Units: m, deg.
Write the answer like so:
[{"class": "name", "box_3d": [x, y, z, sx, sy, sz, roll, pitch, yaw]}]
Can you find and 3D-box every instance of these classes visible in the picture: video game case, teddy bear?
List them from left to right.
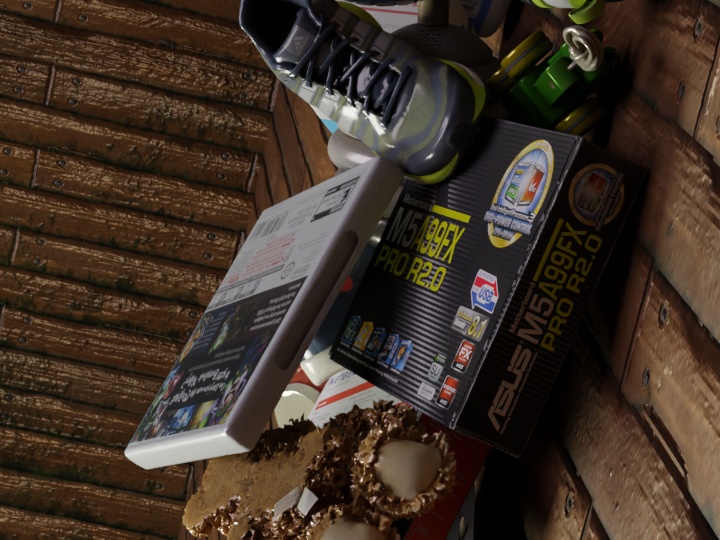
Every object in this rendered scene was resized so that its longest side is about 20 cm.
[{"class": "video game case", "box_3d": [-0.059, 0.029, 1.318, 0.183, 0.023, 0.200, -61, 15, -18]}, {"class": "teddy bear", "box_3d": [-0.018, 0.129, 1.208, 0.199, 0.067, 0.146, -22, 39, 49]}]

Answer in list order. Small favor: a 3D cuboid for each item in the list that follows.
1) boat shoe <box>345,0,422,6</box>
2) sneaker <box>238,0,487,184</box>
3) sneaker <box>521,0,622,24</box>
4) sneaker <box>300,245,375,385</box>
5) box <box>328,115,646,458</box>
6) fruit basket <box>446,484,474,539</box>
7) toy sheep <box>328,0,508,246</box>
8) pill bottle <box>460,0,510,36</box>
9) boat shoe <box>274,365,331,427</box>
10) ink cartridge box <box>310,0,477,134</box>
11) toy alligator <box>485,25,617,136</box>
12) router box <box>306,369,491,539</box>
[{"class": "boat shoe", "box_3d": [0.052, -0.211, 1.318, 0.072, 0.198, 0.073, 45, -138, -49]}, {"class": "sneaker", "box_3d": [-0.005, -0.109, 1.287, 0.200, 0.081, 0.074, 33, 100, 49]}, {"class": "sneaker", "box_3d": [0.146, -0.218, 1.197, 0.072, 0.082, 0.201, 35, -105, -50]}, {"class": "sneaker", "box_3d": [0.000, 0.000, 1.474, 0.075, 0.085, 0.200, -31, 4, 23]}, {"class": "box", "box_3d": [0.062, 0.000, 1.222, 0.161, 0.044, 0.200, -66, 21, 1]}, {"class": "fruit basket", "box_3d": [0.030, 0.219, 1.344, 0.201, 0.093, 0.186, -55, 20, 31]}, {"class": "toy sheep", "box_3d": [0.043, -0.083, 1.399, 0.138, 0.136, 0.202, -108, 13, -74]}, {"class": "pill bottle", "box_3d": [0.009, -0.239, 1.594, 0.114, 0.198, 0.115, -168, 90, -82]}, {"class": "boat shoe", "box_3d": [-0.002, 0.142, 1.526, 0.063, 0.071, 0.201, -46, -50, -41]}, {"class": "ink cartridge box", "box_3d": [0.014, -0.148, 1.541, 0.200, 0.115, 0.067, 48, -129, -69]}, {"class": "toy alligator", "box_3d": [0.117, -0.109, 1.247, 0.054, 0.059, 0.200, -38, -3, -15]}, {"class": "router box", "box_3d": [0.002, 0.128, 1.344, 0.180, 0.049, 0.200, -60, 15, -23]}]
